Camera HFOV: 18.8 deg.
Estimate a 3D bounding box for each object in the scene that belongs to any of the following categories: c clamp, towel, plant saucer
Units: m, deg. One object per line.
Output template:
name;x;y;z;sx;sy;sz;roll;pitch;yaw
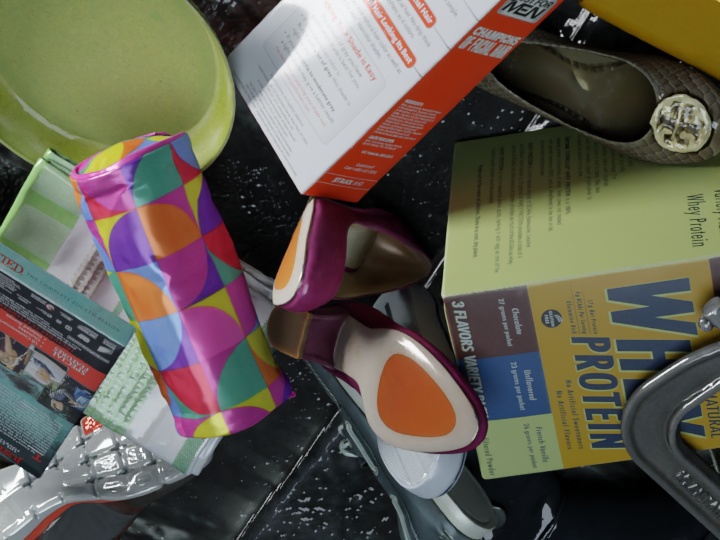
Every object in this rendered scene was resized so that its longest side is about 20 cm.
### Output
c clamp;0.246;0.093;1.267;0.170;0.027;0.200;-33;115;22
towel;-0.157;0.031;1.439;0.199;0.031;0.150;31;104;-6
plant saucer;-0.169;-0.135;1.378;0.199;0.031;0.201;12;136;12

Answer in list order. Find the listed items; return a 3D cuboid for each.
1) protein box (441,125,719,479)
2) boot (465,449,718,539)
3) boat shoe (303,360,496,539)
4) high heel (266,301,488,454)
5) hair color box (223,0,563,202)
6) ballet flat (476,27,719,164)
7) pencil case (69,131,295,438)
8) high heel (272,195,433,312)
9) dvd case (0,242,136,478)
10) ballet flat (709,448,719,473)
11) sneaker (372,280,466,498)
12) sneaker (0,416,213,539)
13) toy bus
protein box;0.163;0.008;1.355;0.199;0.199;0.136;-9;119;10
boot;0.133;0.155;1.511;0.199;0.077;0.168;-22;119;24
boat shoe;0.008;0.112;1.460;0.062;0.073;0.200;-46;71;22
high heel;0.034;0.063;1.333;0.096;0.200;0.068;10;106;-41
hair color box;0.020;-0.148;1.329;0.200;0.064;0.111;-43;64;26
ballet flat;0.132;-0.114;1.332;0.199;0.046;0.068;25;113;22
pencil case;-0.112;0.010;1.378;0.088;0.088;0.201;-18;106;15
high heel;0.000;0.000;1.370;0.095;0.200;0.068;24;98;-3
dvd case;-0.240;0.052;1.425;0.146;0.022;0.200;32;141;-4
ballet flat;0.263;0.107;1.479;0.067;0.064;0.201;-16;117;14
sneaker;0.054;0.078;1.410;0.071;0.200;0.073;28;119;-22
sneaker;-0.185;0.157;1.562;0.199;0.077;0.082;-21;143;17
toy bus;0.233;-0.153;1.326;0.199;0.078;0.065;26;119;-9
